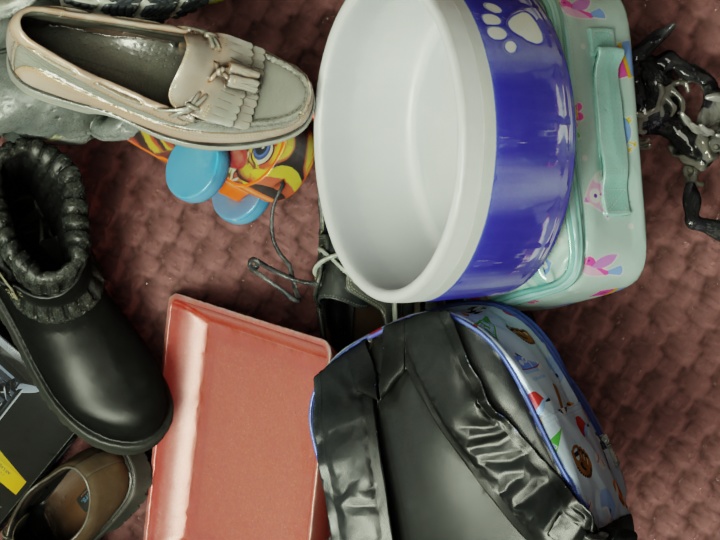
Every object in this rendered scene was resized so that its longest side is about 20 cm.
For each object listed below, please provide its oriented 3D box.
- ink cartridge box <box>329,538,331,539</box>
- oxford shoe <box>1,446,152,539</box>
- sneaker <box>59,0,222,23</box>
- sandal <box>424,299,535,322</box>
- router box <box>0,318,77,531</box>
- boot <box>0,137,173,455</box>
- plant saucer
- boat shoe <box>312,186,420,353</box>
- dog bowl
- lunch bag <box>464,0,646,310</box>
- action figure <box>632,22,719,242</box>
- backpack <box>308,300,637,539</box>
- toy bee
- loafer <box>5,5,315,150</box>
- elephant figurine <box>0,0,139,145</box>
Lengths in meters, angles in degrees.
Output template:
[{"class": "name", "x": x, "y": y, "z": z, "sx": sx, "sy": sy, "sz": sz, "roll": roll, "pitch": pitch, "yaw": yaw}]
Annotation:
[{"class": "ink cartridge box", "x": -0.031, "y": 0.187, "z": 1.372, "sx": 0.109, "sy": 0.050, "sz": 0.201, "roll": 11, "pitch": 105, "yaw": 9}, {"class": "oxford shoe", "x": -0.239, "y": 0.203, "z": 1.392, "sx": 0.073, "sy": 0.084, "sz": 0.200, "roll": 42, "pitch": 113, "yaw": 21}, {"class": "sneaker", "x": -0.114, "y": -0.212, "z": 1.247, "sx": 0.077, "sy": 0.200, "sz": 0.080, "roll": -28, "pitch": 86, "yaw": 58}, {"class": "sandal", "x": 0.074, "y": 0.003, "z": 1.311, "sx": 0.076, "sy": 0.043, "sz": 0.201, "roll": -9, "pitch": 101, "yaw": 13}, {"class": "router box", "x": -0.308, "y": 0.088, "z": 1.403, "sx": 0.200, "sy": 0.052, "sz": 0.157, "roll": 41, "pitch": 108, "yaw": 0}, {"class": "boot", "x": -0.194, "y": 0.023, "z": 1.297, "sx": 0.079, "sy": 0.158, "sz": 0.211, "roll": -37, "pitch": 86, "yaw": -25}, {"class": "plant saucer", "x": -0.076, "y": 0.129, "z": 1.316, "sx": 0.200, "sy": 0.037, "sz": 0.201, "roll": 14, "pitch": 100, "yaw": 51}, {"class": "boat shoe", "x": 0.000, "y": 0.000, "z": 1.308, "sx": 0.072, "sy": 0.068, "sz": 0.201, "roll": 1, "pitch": 102, "yaw": 34}, {"class": "dog bowl", "x": 0.047, "y": -0.081, "z": 1.166, "sx": 0.079, "sy": 0.200, "sz": 0.201, "roll": -2, "pitch": 106, "yaw": -26}, {"class": "lunch bag", "x": 0.113, "y": -0.078, "z": 1.208, "sx": 0.077, "sy": 0.160, "sz": 0.201, "roll": -3, "pitch": 83, "yaw": -25}, {"class": "action figure", "x": 0.205, "y": -0.078, "z": 1.238, "sx": 0.200, "sy": 0.102, "sz": 0.119, "roll": 39, "pitch": 119, "yaw": -1}, {"class": "backpack", "x": 0.066, "y": 0.115, "z": 1.194, "sx": 0.199, "sy": 0.154, "sz": 0.191, "roll": -25, "pitch": 90, "yaw": 24}, {"class": "toy bee", "x": -0.070, "y": -0.079, "z": 1.280, "sx": 0.200, "sy": 0.131, "sz": 0.109, "roll": 39, "pitch": 98, "yaw": 17}, {"class": "loafer", "x": -0.126, "y": -0.124, "z": 1.200, "sx": 0.199, "sy": 0.063, "sz": 0.072, "roll": 10, "pitch": 72, "yaw": -2}, {"class": "elephant figurine", "x": -0.233, "y": -0.187, "z": 1.291, "sx": 0.155, "sy": 0.141, "sz": 0.201, "roll": 5, "pitch": 84, "yaw": -20}]
